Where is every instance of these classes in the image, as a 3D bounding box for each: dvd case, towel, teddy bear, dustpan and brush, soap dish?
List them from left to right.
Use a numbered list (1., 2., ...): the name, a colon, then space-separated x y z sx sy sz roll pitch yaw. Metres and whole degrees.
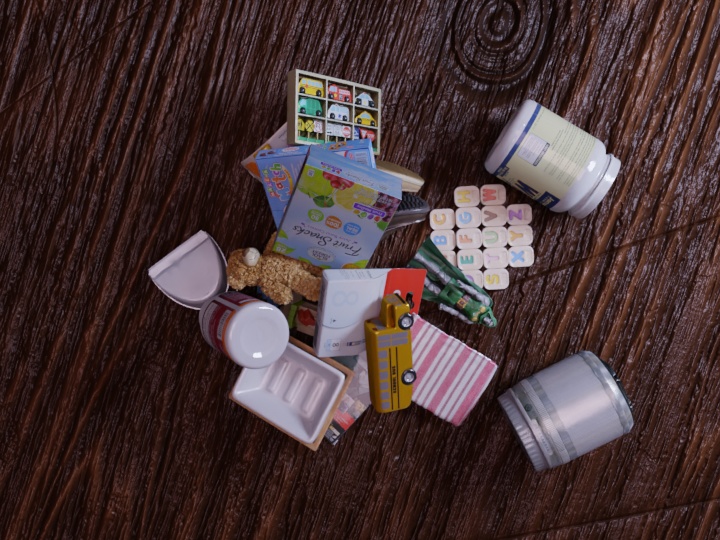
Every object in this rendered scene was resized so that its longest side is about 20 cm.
1. dustpan and brush: -0.293 0.043 1.205 0.139 0.057 0.200 -38 83 -7
2. teddy bear: -0.140 -0.004 1.126 0.199 0.067 0.146 24 65 0
3. soap dish: -0.124 0.213 1.159 0.199 0.081 0.158 26 88 18
4. dvd case: -0.037 0.215 1.209 0.146 0.022 0.200 43 94 1
5. towel: 0.143 0.189 1.186 0.199 0.030 0.147 31 95 -6

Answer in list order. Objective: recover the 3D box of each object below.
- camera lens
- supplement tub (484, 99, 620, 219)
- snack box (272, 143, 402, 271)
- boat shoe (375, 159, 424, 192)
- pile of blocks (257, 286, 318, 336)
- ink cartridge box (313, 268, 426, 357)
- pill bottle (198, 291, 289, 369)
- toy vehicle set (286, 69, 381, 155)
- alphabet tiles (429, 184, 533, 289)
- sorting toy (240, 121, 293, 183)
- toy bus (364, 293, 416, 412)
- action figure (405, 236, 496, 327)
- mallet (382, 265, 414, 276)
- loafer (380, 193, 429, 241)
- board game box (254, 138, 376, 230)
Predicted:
1. camera lens: 0.368 0.250 1.120 0.199 0.160 0.161 -27 90 3
2. supplement tub: 0.340 -0.195 1.115 0.199 0.145 0.145 32 93 2
3. snack box: -0.042 -0.093 1.069 0.168 0.068 0.200 18 133 -10
4. boat shoe: 0.020 -0.166 1.158 0.199 0.074 0.069 9 113 -19
5. pile of blocks: -0.152 0.054 1.178 0.200 0.062 0.082 43 107 9
6. ink cartridge box: 0.021 0.076 1.128 0.199 0.047 0.161 0 119 -17
7. pill bottle: -0.215 0.098 1.103 0.112 0.200 0.114 -5 99 -30
8. toy vehicle set: -0.044 -0.278 1.124 0.199 0.026 0.125 -2 93 -42
9. alphabet tiles: 0.231 -0.062 1.190 0.194 0.015 0.201 -2 92 3
10. sorting toy: -0.091 -0.202 1.174 0.200 0.107 0.180 -44 109 3
11. toy bus: 0.052 0.146 1.110 0.078 0.065 0.201 -9 109 -12
12. action figure: 0.173 0.042 1.170 0.200 0.055 0.118 35 116 2
13. mallet: 0.000 0.000 1.173 0.199 0.041 0.066 -13 87 15
14. loafer: 0.033 -0.091 1.180 0.199 0.073 0.071 -11 124 3
15. board game box: -0.068 -0.148 1.096 0.199 0.037 0.152 -4 129 11
